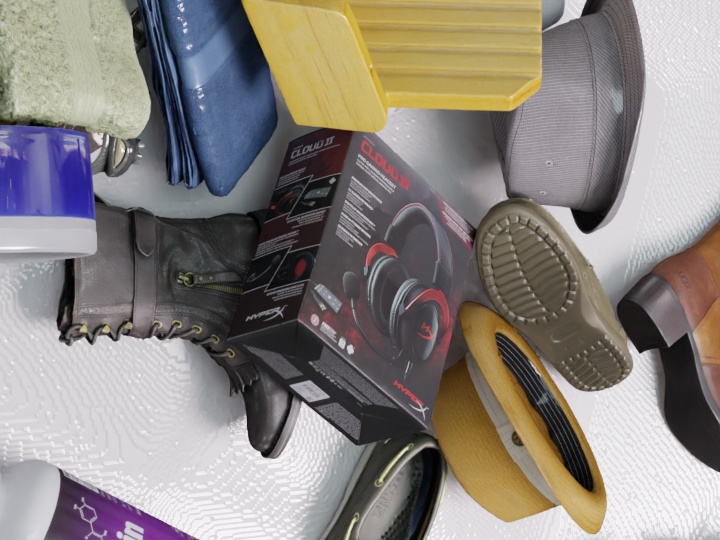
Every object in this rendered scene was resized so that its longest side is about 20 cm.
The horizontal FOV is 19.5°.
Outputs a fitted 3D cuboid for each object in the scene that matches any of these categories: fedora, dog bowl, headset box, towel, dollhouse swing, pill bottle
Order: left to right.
[{"bbox_3d":[-0.272,-0.045,1.365,0.198,0.200,0.080,-2,89,-25],"label":"dog bowl"},{"bbox_3d":[-0.207,-0.188,1.381,0.148,0.036,0.202,4,70,-55],"label":"towel"},{"bbox_3d":[-0.199,0.204,1.447,0.199,0.112,0.113,30,78,-22],"label":"pill bottle"},{"bbox_3d":[-0.109,-0.160,1.472,0.112,0.048,0.201,-54,145,-43],"label":"towel"},{"bbox_3d":[0.000,0.000,1.519,0.149,0.075,0.201,42,49,-33],"label":"headset box"},{"bbox_3d":[0.027,-0.221,1.472,0.182,0.174,0.201,66,22,-50],"label":"dollhouse swing"},{"bbox_3d":[0.109,0.123,1.590,0.081,0.201,0.201,-32,106,15],"label":"fedora"},{"bbox_3d":[0.146,-0.121,1.582,0.089,0.201,0.178,-2,59,-8],"label":"fedora"}]

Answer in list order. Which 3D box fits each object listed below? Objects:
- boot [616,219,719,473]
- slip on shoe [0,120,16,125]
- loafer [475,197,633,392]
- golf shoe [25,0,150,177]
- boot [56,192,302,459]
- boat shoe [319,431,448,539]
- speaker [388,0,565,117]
[{"bbox_3d":[0.320,0.045,1.736,0.199,0.068,0.189,-36,97,-28],"label":"boot"},{"bbox_3d":[-0.234,-0.175,1.428,0.061,0.074,0.201,16,55,-4],"label":"slip on shoe"},{"bbox_3d":[0.145,0.013,1.621,0.076,0.068,0.201,-24,127,13],"label":"loafer"},{"bbox_3d":[-0.193,-0.169,1.472,0.094,0.078,0.202,7,86,-25],"label":"golf shoe"},{"bbox_3d":[-0.135,0.040,1.509,0.173,0.069,0.202,-2,80,-25],"label":"boot"},{"bbox_3d":[0.008,0.214,1.574,0.072,0.060,0.203,27,79,-23],"label":"boat shoe"},{"bbox_3d":[0.058,-0.181,1.588,0.199,0.081,0.082,-30,102,-22],"label":"speaker"}]
